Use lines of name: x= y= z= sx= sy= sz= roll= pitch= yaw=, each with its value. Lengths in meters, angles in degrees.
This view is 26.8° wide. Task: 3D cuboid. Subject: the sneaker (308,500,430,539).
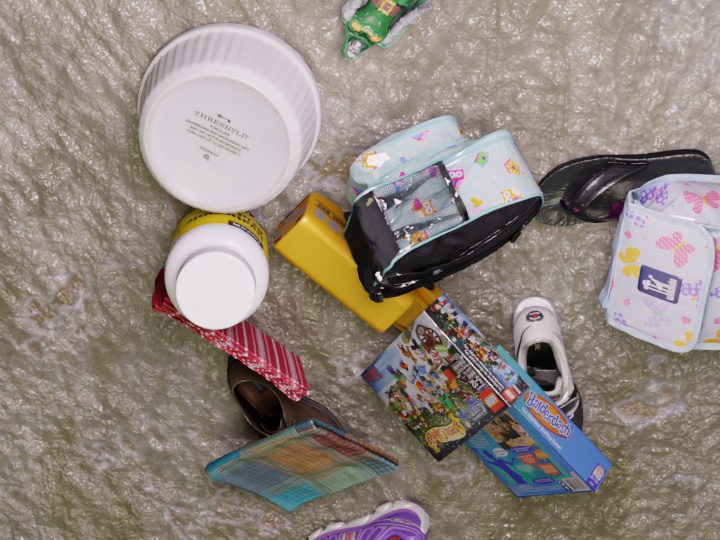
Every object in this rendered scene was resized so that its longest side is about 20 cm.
sneaker: x=-0.004 y=0.355 z=1.884 sx=0.200 sy=0.084 sz=0.081 roll=-32 pitch=112 yaw=21

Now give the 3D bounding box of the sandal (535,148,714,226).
sandal: x=0.280 y=-0.088 z=1.629 sx=0.200 sy=0.048 sz=0.076 roll=-12 pitch=119 yaw=10

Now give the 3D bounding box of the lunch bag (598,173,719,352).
lunch bag: x=0.365 y=-0.005 z=1.612 sx=0.199 sy=0.127 sz=0.170 roll=3 pitch=125 yaw=-5

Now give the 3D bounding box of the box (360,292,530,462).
box: x=0.089 y=0.122 z=1.669 sx=0.137 sy=0.038 sz=0.200 roll=48 pitch=149 yaw=5

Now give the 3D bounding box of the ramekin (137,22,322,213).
ramekin: x=-0.144 y=-0.152 z=1.601 sx=0.201 sy=0.094 sz=0.203 roll=2 pitch=120 yaw=4

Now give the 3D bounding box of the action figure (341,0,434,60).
action figure: x=0.040 y=-0.291 z=1.534 sx=0.118 sy=0.055 sz=0.200 roll=30 pitch=122 yaw=-15

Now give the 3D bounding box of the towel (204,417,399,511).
towel: x=-0.072 y=0.233 z=1.794 sx=0.146 sy=0.022 sz=0.200 roll=29 pitch=141 yaw=-33

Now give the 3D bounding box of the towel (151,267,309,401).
towel: x=-0.148 y=0.070 z=1.701 sx=0.200 sy=0.145 sz=0.023 roll=34 pitch=97 yaw=-13

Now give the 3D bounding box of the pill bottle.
pill bottle: x=-0.152 y=-0.003 z=1.615 sx=0.111 sy=0.200 sz=0.112 roll=-1 pitch=105 yaw=-4

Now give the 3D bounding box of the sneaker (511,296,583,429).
sneaker: x=0.212 y=0.137 z=1.741 sx=0.074 sy=0.089 sz=0.201 roll=-13 pitch=119 yaw=10

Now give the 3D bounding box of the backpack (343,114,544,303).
backpack: x=0.084 y=-0.072 z=1.579 sx=0.199 sy=0.176 sz=0.154 roll=-18 pitch=75 yaw=-8

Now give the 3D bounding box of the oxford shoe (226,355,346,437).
oxford shoe: x=-0.088 y=0.183 z=1.794 sx=0.073 sy=0.085 sz=0.200 roll=-40 pitch=111 yaw=21

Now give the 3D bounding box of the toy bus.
toy bus: x=0.000 y=0.000 z=1.684 sx=0.200 sy=0.078 sz=0.065 roll=39 pitch=116 yaw=-16

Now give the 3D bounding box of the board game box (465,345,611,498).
board game box: x=0.170 y=0.177 z=1.738 sx=0.200 sy=0.045 sz=0.152 roll=46 pitch=151 yaw=-16
